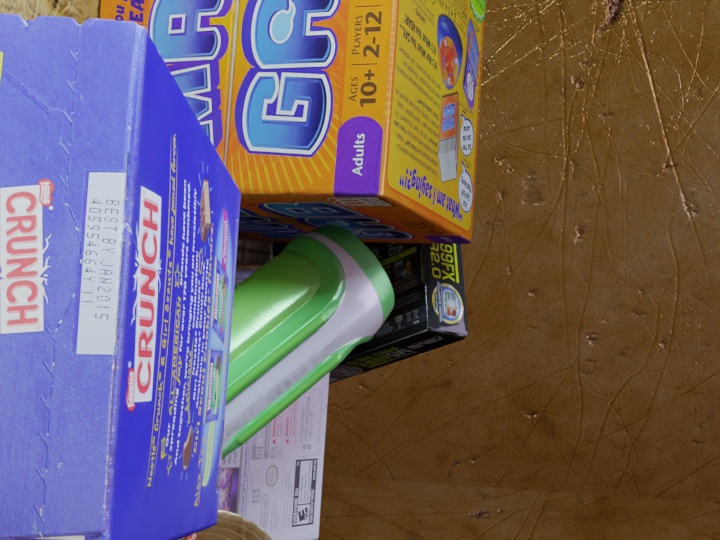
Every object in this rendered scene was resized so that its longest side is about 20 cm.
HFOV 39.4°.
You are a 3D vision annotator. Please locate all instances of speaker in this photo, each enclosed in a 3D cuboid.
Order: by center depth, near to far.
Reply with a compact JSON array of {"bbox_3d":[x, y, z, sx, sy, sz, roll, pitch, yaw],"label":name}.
[{"bbox_3d":[-0.073,0.056,0.631,0.200,0.088,0.088,-39,154,-24],"label":"speaker"}]

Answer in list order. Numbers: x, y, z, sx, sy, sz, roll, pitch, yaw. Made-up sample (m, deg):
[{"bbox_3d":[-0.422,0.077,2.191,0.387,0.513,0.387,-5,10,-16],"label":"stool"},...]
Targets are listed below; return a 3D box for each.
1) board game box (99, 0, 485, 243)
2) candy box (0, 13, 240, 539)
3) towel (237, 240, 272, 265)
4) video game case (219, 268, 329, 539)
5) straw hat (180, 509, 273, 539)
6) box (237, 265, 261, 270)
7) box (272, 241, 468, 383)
[{"bbox_3d":[-0.038,-0.130,0.683,0.200,0.200,0.200,18,75,-68],"label":"board game box"},{"bbox_3d":[-0.101,0.019,0.396,0.200,0.077,0.169,87,5,-78],"label":"candy box"},{"bbox_3d":[-0.122,-0.086,0.923,0.200,0.085,0.166,-21,112,-87],"label":"towel"},{"bbox_3d":[-0.103,0.098,0.713,0.181,0.045,0.200,7,86,-45],"label":"video game case"},{"bbox_3d":[-0.140,0.210,0.592,0.201,0.085,0.201,-27,127,-42],"label":"straw hat"},{"bbox_3d":[-0.096,-0.001,1.229,0.109,0.128,0.200,79,14,-81],"label":"box"},{"bbox_3d":[0.000,0.000,0.832,0.200,0.044,0.160,-25,-120,46],"label":"box"}]
